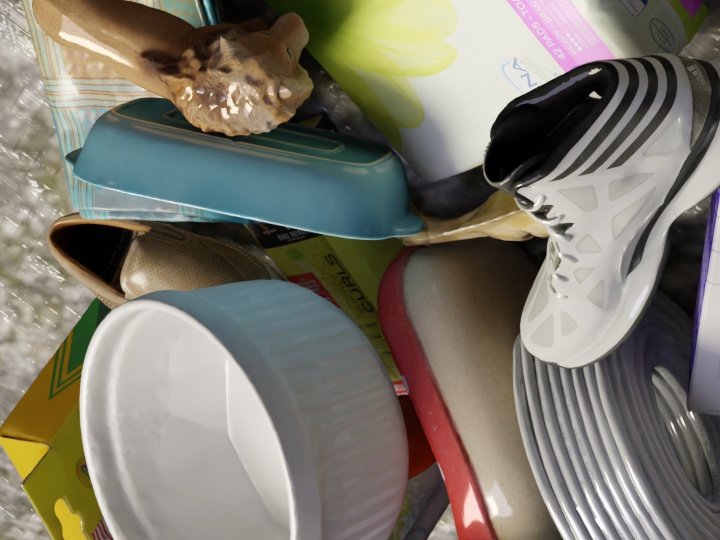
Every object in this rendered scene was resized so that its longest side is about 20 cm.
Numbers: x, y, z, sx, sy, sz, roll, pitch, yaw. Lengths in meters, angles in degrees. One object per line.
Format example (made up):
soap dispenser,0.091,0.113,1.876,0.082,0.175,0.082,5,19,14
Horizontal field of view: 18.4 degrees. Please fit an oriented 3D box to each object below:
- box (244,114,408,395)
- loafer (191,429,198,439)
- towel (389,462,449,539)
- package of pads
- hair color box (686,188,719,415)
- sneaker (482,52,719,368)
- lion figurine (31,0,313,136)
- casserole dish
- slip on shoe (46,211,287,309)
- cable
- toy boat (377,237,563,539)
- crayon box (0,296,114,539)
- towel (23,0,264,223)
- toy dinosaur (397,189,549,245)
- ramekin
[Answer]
box,0.000,0.000,1.358,0.075,0.050,0.200,-12,125,44
loafer,-0.088,0.093,1.409,0.070,0.200,0.070,6,134,51
towel,-0.033,0.141,1.413,0.170,0.200,0.048,11,141,33
package of pads,0.062,-0.136,1.134,0.155,0.068,0.199,48,143,-18
hair color box,0.231,-0.004,1.140,0.108,0.065,0.201,6,141,6
sneaker,0.096,-0.033,1.076,0.115,0.076,0.201,5,135,-25
lion figurine,-0.113,-0.122,1.164,0.199,0.122,0.073,17,102,11
casserole dish,-0.060,-0.058,1.194,0.199,0.121,0.039,11,103,9
slip on shoe,-0.124,0.004,1.403,0.060,0.076,0.200,24,-178,-45
cable,0.159,0.101,1.225,0.069,0.200,0.200,-26,113,25
toy boat,0.056,0.086,1.289,0.130,0.130,0.201,-27,81,34
crayon box,-0.166,0.105,1.482,0.051,0.200,0.127,7,137,32
towel,-0.132,-0.119,1.287,0.146,0.022,0.201,4,119,34
toy dinosaur,0.095,-0.036,1.184,0.200,0.101,0.059,-22,85,57
ramekin,-0.062,0.099,1.272,0.200,0.105,0.202,22,121,43
